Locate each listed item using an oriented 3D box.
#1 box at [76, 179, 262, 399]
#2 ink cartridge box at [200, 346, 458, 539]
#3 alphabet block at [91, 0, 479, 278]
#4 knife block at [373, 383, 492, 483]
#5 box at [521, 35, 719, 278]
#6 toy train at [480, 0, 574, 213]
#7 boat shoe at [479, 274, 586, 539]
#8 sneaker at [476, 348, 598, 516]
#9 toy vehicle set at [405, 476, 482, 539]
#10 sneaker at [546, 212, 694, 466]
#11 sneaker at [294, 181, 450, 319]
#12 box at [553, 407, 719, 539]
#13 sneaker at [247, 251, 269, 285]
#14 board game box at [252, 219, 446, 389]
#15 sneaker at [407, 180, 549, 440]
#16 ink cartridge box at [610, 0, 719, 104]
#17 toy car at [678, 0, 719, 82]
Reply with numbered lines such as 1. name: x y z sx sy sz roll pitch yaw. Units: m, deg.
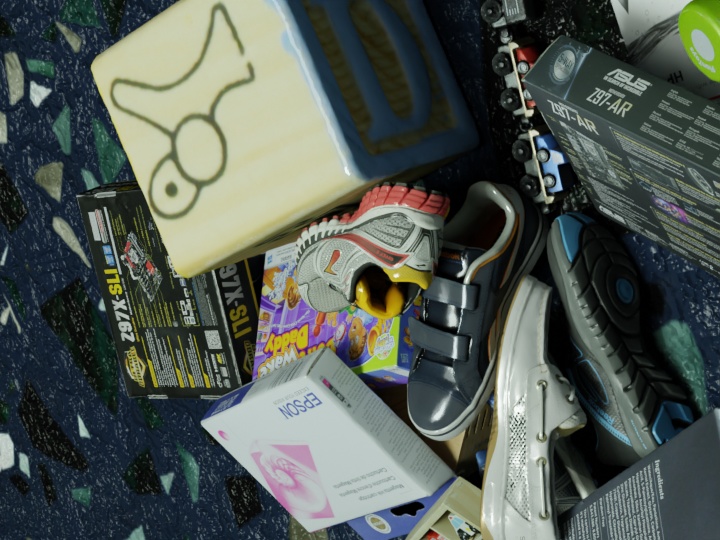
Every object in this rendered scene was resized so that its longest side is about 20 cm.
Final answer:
1. box: -0.168 0.016 1.463 0.158 0.049 0.203 -3 105 42
2. ink cartridge box: -0.018 0.166 1.364 0.200 0.043 0.196 46 146 -10
3. alphabet block: -0.057 -0.132 1.273 0.199 0.196 0.197 -24 86 35
4. knife block: 0.042 0.091 1.370 0.175 0.064 0.202 30 124 32
5. box: 0.212 -0.058 1.049 0.199 0.044 0.160 34 168 42
6. toy train: 0.129 -0.144 1.227 0.045 0.034 0.203 -9 98 32
7. boat shoe: 0.134 0.105 1.191 0.068 0.071 0.203 5 82 15
8. sneaker: 0.134 0.159 1.272 0.077 0.084 0.202 -173 63 -82
9. toy vehicle set: 0.103 0.235 1.301 0.124 0.027 0.200 33 156 4
10. sneaker: 0.178 0.057 1.223 0.082 0.073 0.202 -24 86 51
11. sneaker: 0.000 0.000 1.233 0.200 0.077 0.083 144 135 -62
12. box: 0.248 0.200 1.135 0.200 0.147 0.105 -46 36 44
13. sneaker: -0.161 -0.048 1.513 0.200 0.070 0.109 41 132 27
14. board game box: -0.012 0.034 1.365 0.199 0.044 0.136 -17 63 49
15. sneaker: 0.074 0.026 1.234 0.078 0.079 0.202 13 77 40
16. ink cartridge box: 0.244 -0.158 1.084 0.115 0.066 0.202 -17 93 46
17. toy car: 0.317 -0.108 0.970 0.202 0.163 0.158 63 168 -18
